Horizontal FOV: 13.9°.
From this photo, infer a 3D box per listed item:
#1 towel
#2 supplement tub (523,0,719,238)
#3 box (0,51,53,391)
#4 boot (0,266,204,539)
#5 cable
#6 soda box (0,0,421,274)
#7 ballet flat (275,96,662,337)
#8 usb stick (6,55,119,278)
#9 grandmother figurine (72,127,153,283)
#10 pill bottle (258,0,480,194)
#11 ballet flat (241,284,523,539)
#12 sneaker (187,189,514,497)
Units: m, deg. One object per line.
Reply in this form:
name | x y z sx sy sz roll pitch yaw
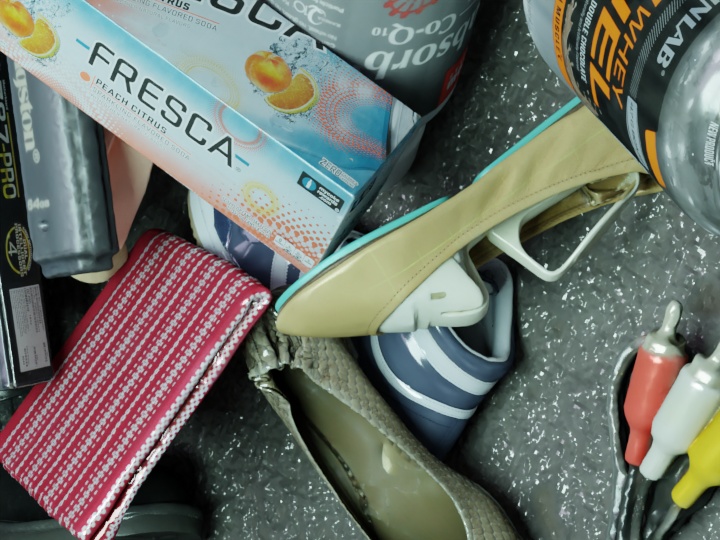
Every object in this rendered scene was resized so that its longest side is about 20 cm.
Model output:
towel | -0.111 0.052 1.407 0.145 0.022 0.200 -55 20 -3
supplement tub | 0.157 -0.089 1.227 0.123 0.122 0.200 -62 32 17
box | -0.241 -0.034 1.460 0.160 0.049 0.201 -7 92 22
boot | -0.165 0.072 1.553 0.210 0.079 0.159 -4 82 42
cable | 0.119 0.108 1.315 0.097 0.050 0.201 37 108 39
soda box | -0.076 -0.090 1.322 0.200 0.064 0.068 36 142 4
ballet flat | 0.056 -0.013 1.324 0.199 0.069 0.063 -34 78 -9
usb stick | -0.147 -0.098 1.398 0.055 0.032 0.201 -7 91 48
grandmother figurine | -0.114 -0.090 1.424 0.121 0.061 0.201 28 123 11
pill bottle | -0.001 -0.131 1.366 0.116 0.115 0.200 58 152 30
ballet flat | 0.009 0.094 1.360 0.067 0.046 0.200 -33 95 28
sneaker | 0.000 0.000 1.421 0.109 0.070 0.200 -49 62 31
